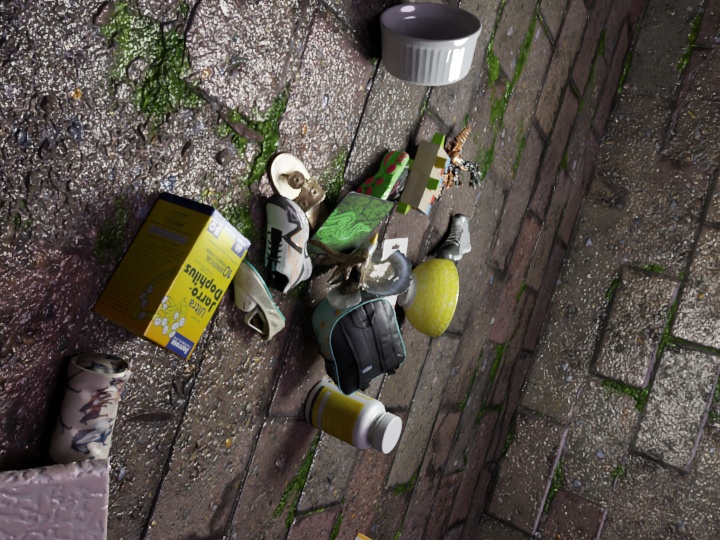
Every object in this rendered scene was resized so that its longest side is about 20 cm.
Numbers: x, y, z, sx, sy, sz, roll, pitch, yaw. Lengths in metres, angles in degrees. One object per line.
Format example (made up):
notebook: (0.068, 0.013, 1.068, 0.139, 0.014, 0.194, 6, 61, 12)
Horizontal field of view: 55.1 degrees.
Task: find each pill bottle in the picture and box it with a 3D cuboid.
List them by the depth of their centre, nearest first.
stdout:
pill bottle: (-0.014, 0.323, 1.512, 0.111, 0.199, 0.112, -34, 133, -47)

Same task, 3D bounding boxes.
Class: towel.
towel: (-0.431, 0.339, 0.891, 0.198, 0.032, 0.193, -1, 110, -30)

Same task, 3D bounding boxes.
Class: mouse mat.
mouse mat: (-0.021, -0.089, 1.400, 0.161, 0.008, 0.199, -50, 156, 19)

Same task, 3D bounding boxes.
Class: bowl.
bowl: (0.154, 0.059, 1.733, 0.107, 0.200, 0.202, 13, 96, -18)

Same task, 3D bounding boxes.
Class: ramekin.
ramekin: (0.134, -0.447, 1.364, 0.200, 0.199, 0.098, -44, 148, -41)

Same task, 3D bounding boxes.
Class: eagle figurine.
eagle figurine: (0.005, -0.005, 1.376, 0.150, 0.153, 0.200, -31, 161, 13)

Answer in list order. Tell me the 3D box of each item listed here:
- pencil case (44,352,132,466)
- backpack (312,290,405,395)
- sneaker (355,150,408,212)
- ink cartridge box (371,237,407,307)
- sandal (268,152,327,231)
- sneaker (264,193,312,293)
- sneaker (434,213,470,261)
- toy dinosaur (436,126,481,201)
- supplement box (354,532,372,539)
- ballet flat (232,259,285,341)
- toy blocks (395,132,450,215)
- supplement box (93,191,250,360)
pencil case: (-0.374, 0.213, 0.951, 0.089, 0.078, 0.202, 12, 95, -29)
backpack: (-0.011, 0.128, 1.433, 0.175, 0.153, 0.201, -25, 131, -16)
sneaker: (0.055, -0.175, 1.490, 0.200, 0.076, 0.084, -51, 141, -31)
ink cartridge box: (0.039, 0.016, 1.575, 0.116, 0.067, 0.202, -9, 114, -59)
sandal: (-0.089, -0.138, 1.267, 0.078, 0.069, 0.212, -61, 149, -20)
sneaker: (-0.137, -0.043, 1.235, 0.080, 0.073, 0.201, -44, 140, -37)
sneaker: (0.256, -0.097, 1.898, 0.200, 0.074, 0.117, -30, 126, -64)
toy dinosaur: (0.241, -0.267, 1.755, 0.135, 0.102, 0.201, 30, 101, -43)
supplement box: (-0.011, 0.864, 1.941, 0.201, 0.073, 0.126, -57, 147, -26)
ballet flat: (-0.185, 0.061, 1.218, 0.062, 0.067, 0.201, -48, 144, -20)
toy blocks: (0.157, -0.215, 1.645, 0.202, 0.099, 0.137, -70, 161, 0)
supplement box: (-0.268, 0.007, 0.997, 0.201, 0.109, 0.109, -64, 150, -14)
